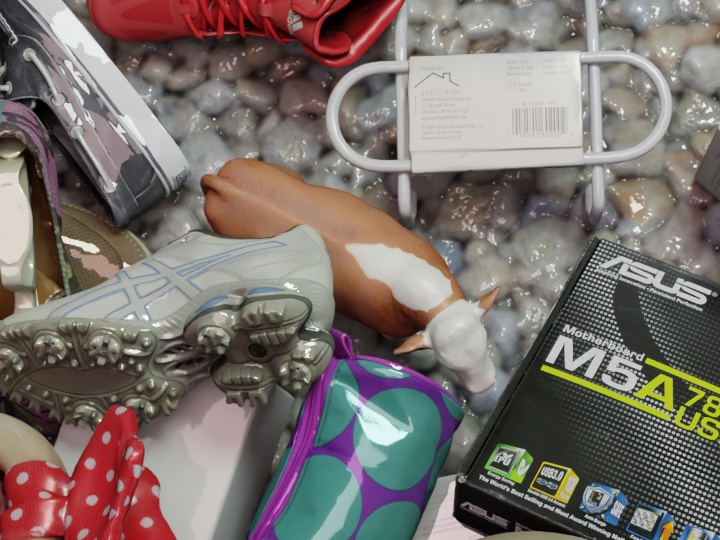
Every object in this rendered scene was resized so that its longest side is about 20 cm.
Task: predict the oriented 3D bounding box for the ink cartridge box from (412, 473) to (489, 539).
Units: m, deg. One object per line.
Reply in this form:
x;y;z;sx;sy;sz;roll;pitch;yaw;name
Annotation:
0.050;0.218;0.889;0.114;0.067;0.203;-11;78;4;ink cartridge box

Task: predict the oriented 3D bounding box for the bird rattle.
-0.195;0.135;0.817;0.163;0.113;0.201;37;87;32;bird rattle

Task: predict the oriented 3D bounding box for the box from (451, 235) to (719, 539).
0.176;0.090;0.855;0.198;0.048;0.194;23;54;18;box

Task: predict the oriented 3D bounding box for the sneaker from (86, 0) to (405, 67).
-0.065;-0.163;0.944;0.198;0.079;0.116;-18;38;3;sneaker

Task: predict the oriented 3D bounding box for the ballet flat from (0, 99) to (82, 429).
-0.191;0.006;0.908;0.068;0.071;0.203;-7;108;-3;ballet flat

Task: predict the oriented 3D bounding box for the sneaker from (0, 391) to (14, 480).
-0.278;0.051;0.959;0.076;0.077;0.201;-35;92;-40;sneaker

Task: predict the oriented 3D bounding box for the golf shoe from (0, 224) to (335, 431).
-0.104;0.025;0.853;0.197;0.079;0.098;-6;41;15;golf shoe

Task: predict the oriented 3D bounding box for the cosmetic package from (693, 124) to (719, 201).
0.288;-0.024;0.893;0.200;0.108;0.085;44;84;10;cosmetic package

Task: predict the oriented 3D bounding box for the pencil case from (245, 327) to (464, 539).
-0.025;0.140;0.832;0.092;0.085;0.202;33;77;-27;pencil case

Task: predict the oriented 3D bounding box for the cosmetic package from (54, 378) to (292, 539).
-0.123;0.143;0.905;0.106;0.085;0.202;16;82;12;cosmetic package

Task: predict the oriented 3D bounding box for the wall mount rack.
0.080;-0.115;0.951;0.197;0.075;0.176;-1;83;5;wall mount rack

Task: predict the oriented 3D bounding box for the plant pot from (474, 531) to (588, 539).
0.071;0.238;0.748;0.198;0.134;0.203;3;98;20;plant pot

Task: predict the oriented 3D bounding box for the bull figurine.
0.000;0.000;0.908;0.199;0.121;0.065;33;84;11;bull figurine

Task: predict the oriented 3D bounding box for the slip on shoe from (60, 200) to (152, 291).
-0.217;-0.021;0.964;0.198;0.061;0.077;24;82;10;slip on shoe

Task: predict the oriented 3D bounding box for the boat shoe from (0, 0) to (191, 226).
-0.189;-0.112;0.973;0.068;0.072;0.200;-39;85;-16;boat shoe
